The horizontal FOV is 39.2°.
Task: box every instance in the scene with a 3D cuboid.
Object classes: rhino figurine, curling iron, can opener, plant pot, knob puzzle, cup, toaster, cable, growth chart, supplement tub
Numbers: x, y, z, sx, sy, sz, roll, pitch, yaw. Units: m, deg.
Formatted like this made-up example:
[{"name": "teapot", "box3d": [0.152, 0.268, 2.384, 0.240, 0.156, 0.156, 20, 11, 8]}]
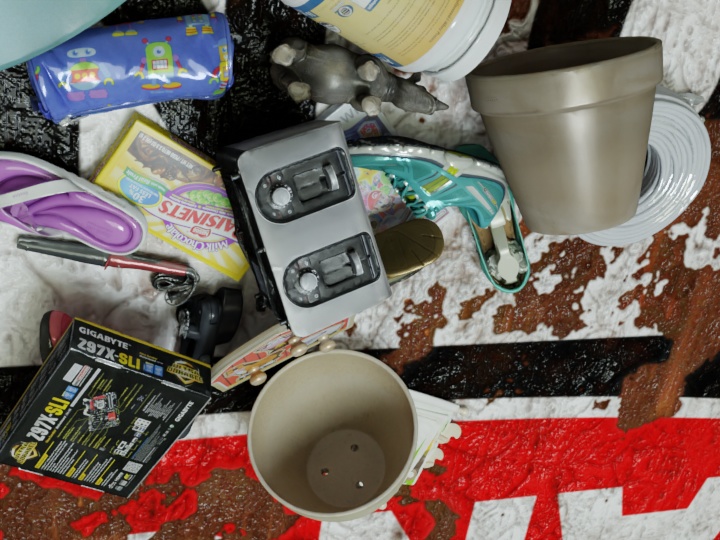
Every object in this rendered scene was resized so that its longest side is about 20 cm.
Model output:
[{"name": "rhino figurine", "box3d": [-0.001, -0.189, 1.015, 0.198, 0.088, 0.060, 10, 106, -16]}, {"name": "curling iron", "box3d": [-0.265, -0.004, 1.077, 0.198, 0.026, 0.050, 16, 110, -26]}, {"name": "can opener", "box3d": [-0.188, 0.110, 1.150, 0.078, 0.064, 0.202, 9, 115, -24]}, {"name": "plant pot", "box3d": [0.217, -0.135, 1.041, 0.198, 0.200, 0.176, -14, 106, -11]}, {"name": "knob puzzle", "box3d": [-0.082, 0.089, 1.111, 0.218, 0.031, 0.220, -26, 169, -5]}, {"name": "cup", "box3d": [-0.025, 0.216, 1.213, 0.198, 0.202, 0.144, -22, 151, -6]}, {"name": "plant pot", "box3d": [-0.309, -0.257, 0.850, 0.198, 0.141, 0.143, -21, 125, -15]}, {"name": "toaster", "box3d": [-0.062, -0.046, 0.998, 0.117, 0.200, 0.183, -19, 102, -12]}, {"name": "cable", "box3d": [0.311, -0.121, 1.185, 0.198, 0.069, 0.202, 8, 116, -23]}, {"name": "growth chart", "box3d": [0.044, 0.238, 1.335, 0.144, 0.018, 0.201, 29, 107, -31]}, {"name": "supplement tub", "box3d": [0.029, -0.277, 0.948, 0.199, 0.145, 0.145, 24, 109, -29]}]

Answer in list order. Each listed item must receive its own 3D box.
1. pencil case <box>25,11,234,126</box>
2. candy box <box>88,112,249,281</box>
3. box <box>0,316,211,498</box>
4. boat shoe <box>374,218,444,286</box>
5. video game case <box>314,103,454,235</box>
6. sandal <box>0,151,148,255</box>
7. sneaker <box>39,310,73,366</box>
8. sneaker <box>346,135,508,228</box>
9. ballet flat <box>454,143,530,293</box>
[{"name": "pencil case", "box3d": [-0.215, -0.190, 0.952, 0.198, 0.078, 0.088, -11, 93, -12]}, {"name": "candy box", "box3d": [-0.180, -0.073, 1.067, 0.199, 0.026, 0.102, 30, 109, -31]}, {"name": "box", "box3d": [-0.272, 0.151, 1.065, 0.159, 0.050, 0.200, 24, 124, -26]}, {"name": "boat shoe", "box3d": [0.000, 0.000, 1.126, 0.198, 0.074, 0.065, -14, 164, 7]}, {"name": "video game case", "box3d": [0.000, -0.089, 1.126, 0.143, 0.018, 0.200, -37, 124, 5]}, {"name": "sandal", "box3d": [-0.308, -0.062, 0.995, 0.200, 0.050, 0.083, 15, 121, -15]}, {"name": "sneaker", "box3d": [-0.274, 0.105, 1.104, 0.086, 0.074, 0.201, -19, 133, 9]}, {"name": "sneaker", "box3d": [0.068, -0.095, 1.075, 0.198, 0.077, 0.081, 13, 99, -20]}, {"name": "ballet flat", "box3d": [0.157, -0.054, 1.170, 0.067, 0.071, 0.201, -24, 124, -1]}]
